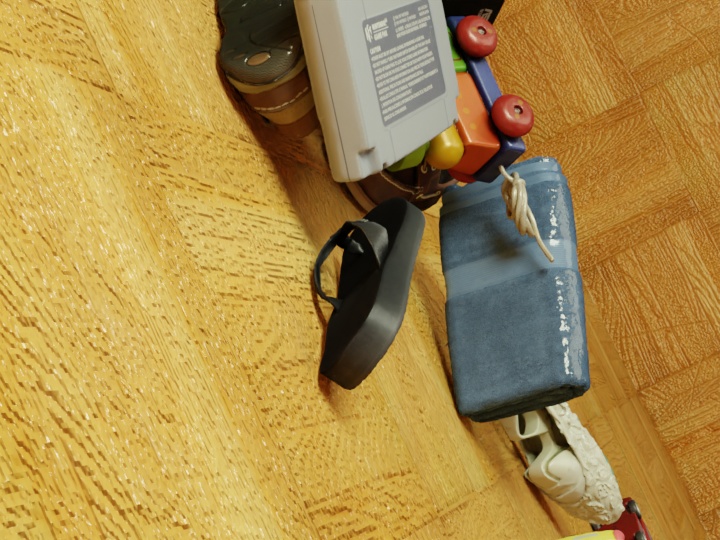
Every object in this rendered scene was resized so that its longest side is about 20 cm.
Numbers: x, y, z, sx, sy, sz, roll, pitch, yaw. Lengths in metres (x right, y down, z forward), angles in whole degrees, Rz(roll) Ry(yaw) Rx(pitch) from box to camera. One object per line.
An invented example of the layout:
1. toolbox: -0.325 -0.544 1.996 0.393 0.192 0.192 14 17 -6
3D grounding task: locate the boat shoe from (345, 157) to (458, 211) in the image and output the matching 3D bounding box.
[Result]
1. boat shoe: 0.031 -0.085 1.224 0.071 0.070 0.200 68 13 6

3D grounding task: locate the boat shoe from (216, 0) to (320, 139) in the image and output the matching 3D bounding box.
1. boat shoe: -0.051 -0.152 1.023 0.200 0.075 0.074 -85 153 -54

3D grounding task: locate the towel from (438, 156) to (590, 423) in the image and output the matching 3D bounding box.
1. towel: 0.119 0.015 1.192 0.049 0.111 0.201 37 44 -50

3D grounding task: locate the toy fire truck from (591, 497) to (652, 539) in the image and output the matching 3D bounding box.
1. toy fire truck: 0.277 0.318 1.475 0.141 0.049 0.200 61 11 -14

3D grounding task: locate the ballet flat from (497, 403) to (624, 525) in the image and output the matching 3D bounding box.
1. ballet flat: 0.149 0.139 1.303 0.200 0.072 0.072 60 11 -5

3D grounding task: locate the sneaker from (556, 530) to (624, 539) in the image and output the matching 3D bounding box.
1. sneaker: 0.186 0.266 1.073 0.200 0.090 0.078 62 10 -16

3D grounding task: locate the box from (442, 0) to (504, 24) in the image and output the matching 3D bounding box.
1. box: 0.033 -0.241 1.145 0.086 0.163 0.200 67 -23 20

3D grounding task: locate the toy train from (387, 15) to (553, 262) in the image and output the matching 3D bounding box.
1. toy train: 0.064 -0.091 1.139 0.115 0.085 0.200 -8 68 -35

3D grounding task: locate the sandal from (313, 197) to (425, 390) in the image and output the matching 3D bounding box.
1. sandal: 0.000 0.000 0.904 0.043 0.076 0.200 34 17 -9

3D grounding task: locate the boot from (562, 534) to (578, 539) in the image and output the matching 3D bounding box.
1. boot: 0.216 0.297 1.188 0.200 0.072 0.166 58 6 22

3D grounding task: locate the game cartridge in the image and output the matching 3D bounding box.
1. game cartridge: 0.014 -0.142 1.002 0.200 0.041 0.134 -37 122 -65
